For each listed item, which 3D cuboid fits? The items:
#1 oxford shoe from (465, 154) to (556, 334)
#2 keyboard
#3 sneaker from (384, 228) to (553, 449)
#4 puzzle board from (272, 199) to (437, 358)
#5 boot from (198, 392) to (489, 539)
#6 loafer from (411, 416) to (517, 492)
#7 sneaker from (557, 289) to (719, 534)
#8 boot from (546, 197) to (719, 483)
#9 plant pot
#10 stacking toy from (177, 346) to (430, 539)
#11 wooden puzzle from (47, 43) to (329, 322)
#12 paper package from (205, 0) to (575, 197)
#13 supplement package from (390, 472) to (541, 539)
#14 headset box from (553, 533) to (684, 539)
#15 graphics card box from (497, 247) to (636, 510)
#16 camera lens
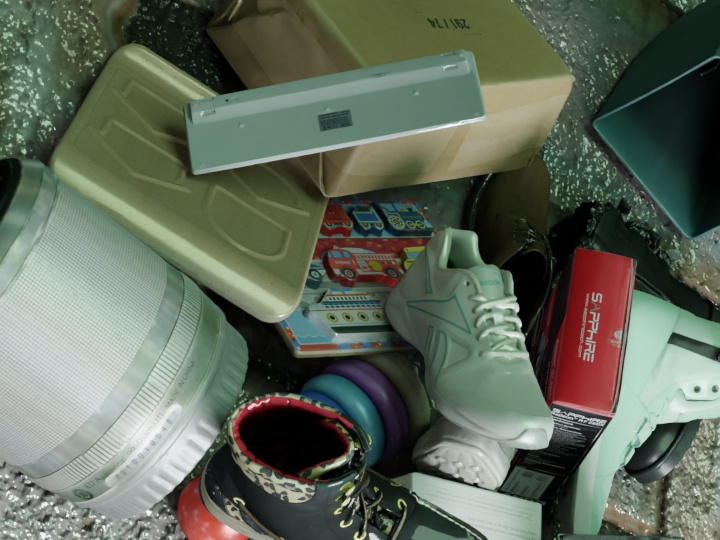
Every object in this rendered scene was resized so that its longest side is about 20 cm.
[{"bbox_3d":[0.124,-0.014,1.627,0.073,0.084,0.201,30,56,-26],"label":"oxford shoe"},{"bbox_3d":[-0.018,-0.106,1.401,0.199,0.011,0.056,-11,66,1],"label":"keyboard"},{"bbox_3d":[0.077,0.043,1.411,0.070,0.080,0.200,9,29,-31],"label":"sneaker"},{"bbox_3d":[0.000,0.000,1.516,0.200,0.017,0.151,-2,45,-39],"label":"puzzle board"},{"bbox_3d":[-0.002,0.146,1.309,0.203,0.154,0.074,21,68,0],"label":"boot"},{"bbox_3d":[0.077,0.120,1.483,0.070,0.200,0.070,16,80,5],"label":"loafer"},{"bbox_3d":[0.221,0.120,1.596,0.118,0.074,0.201,15,83,-6],"label":"sneaker"},{"bbox_3d":[0.208,0.050,1.681,0.162,0.073,0.199,41,51,-21],"label":"boot"},{"bbox_3d":[0.321,-0.158,1.806,0.141,0.141,0.200,48,44,-16],"label":"plant pot"},{"bbox_3d":[-0.044,0.128,1.446,0.200,0.085,0.086,-34,97,-37],"label":"stacking toy"},{"bbox_3d":[-0.115,-0.055,1.422,0.185,0.046,0.200,32,29,-9],"label":"wooden puzzle"},{"bbox_3d":[0.022,-0.159,1.539,0.200,0.104,0.191,-11,54,-41],"label":"paper package"},{"bbox_3d":[0.042,0.256,1.441,0.121,0.120,0.201,18,64,-33],"label":"supplement package"},{"bbox_3d":[0.166,0.286,1.467,0.092,0.200,0.175,3,71,-7],"label":"headset box"},{"bbox_3d":[0.148,0.083,1.539,0.051,0.200,0.126,12,64,-3],"label":"graphics card box"},{"bbox_3d":[-0.190,0.041,1.299,0.200,0.160,0.160,39,54,-22],"label":"camera lens"}]
